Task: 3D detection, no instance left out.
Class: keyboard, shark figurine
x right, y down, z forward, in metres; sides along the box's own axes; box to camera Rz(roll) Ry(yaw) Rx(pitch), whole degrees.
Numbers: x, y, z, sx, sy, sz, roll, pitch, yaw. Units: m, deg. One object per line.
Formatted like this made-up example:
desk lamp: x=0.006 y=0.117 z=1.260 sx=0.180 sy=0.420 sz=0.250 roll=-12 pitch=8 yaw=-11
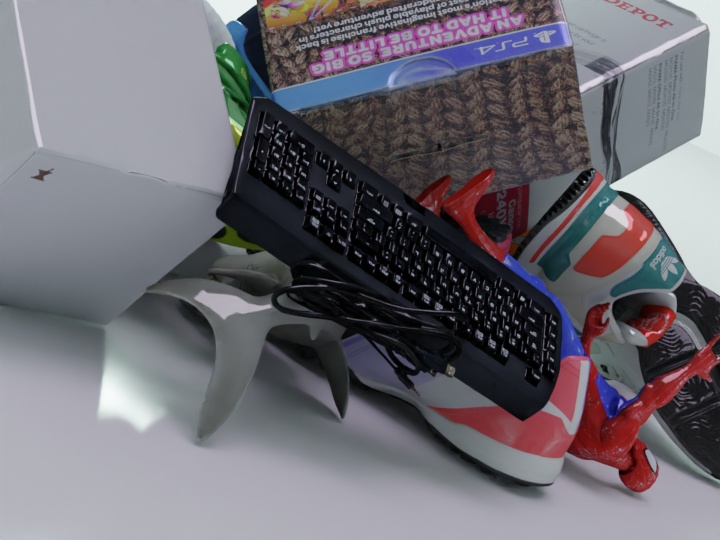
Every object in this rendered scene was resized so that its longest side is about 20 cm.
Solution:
keyboard: x=0.025 y=0.000 z=1.007 sx=0.199 sy=0.040 sz=0.105 roll=33 pitch=47 yaw=-24
shark figurine: x=-0.027 y=0.032 z=1.046 sx=0.127 sy=0.090 sz=0.214 roll=-11 pitch=5 yaw=0

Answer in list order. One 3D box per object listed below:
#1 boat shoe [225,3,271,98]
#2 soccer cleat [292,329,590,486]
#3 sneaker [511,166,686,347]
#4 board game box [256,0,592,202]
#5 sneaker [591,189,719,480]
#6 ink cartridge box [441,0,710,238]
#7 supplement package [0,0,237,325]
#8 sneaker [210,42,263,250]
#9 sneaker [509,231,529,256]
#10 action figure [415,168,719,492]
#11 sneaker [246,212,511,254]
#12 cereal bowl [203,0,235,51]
boat shoe: x=-0.019 y=-0.098 z=1.435 sx=0.084 sy=0.069 sz=0.200 roll=39 pitch=-14 yaw=41
soccer cleat: x=0.033 y=0.036 z=1.131 sx=0.199 sy=0.074 sz=0.068 roll=32 pitch=14 yaw=32
sneaker: x=0.128 y=0.021 z=1.260 sx=0.093 sy=0.070 sz=0.200 roll=39 pitch=-27 yaw=8
board game box: x=0.027 y=-0.140 z=1.202 sx=0.158 sy=0.097 sz=0.201 roll=-13 pitch=50 yaw=4
sneaker: x=0.187 y=0.056 z=1.343 sx=0.116 sy=0.075 sz=0.201 roll=91 pitch=-26 yaw=-61
ink cartridge box: x=0.093 y=-0.104 z=1.316 sx=0.199 sy=0.084 sz=0.145 roll=-27 pitch=41 yaw=-31
supplement package: x=-0.150 y=-0.096 z=1.026 sx=0.121 sy=0.120 sz=0.201 roll=14 pitch=51 yaw=-41
sneaker: x=-0.082 y=-0.085 z=1.116 sx=0.083 sy=0.074 sz=0.200 roll=-20 pitch=46 yaw=-30
sneaker: x=0.021 y=-0.021 z=1.398 sx=0.199 sy=0.078 sz=0.112 roll=16 pitch=-4 yaw=-6
action figure: x=0.118 y=0.022 z=1.155 sx=0.201 sy=0.099 sz=0.065 roll=58 pitch=-25 yaw=-15
sneaker: x=0.000 y=0.000 z=1.240 sx=0.080 sy=0.075 sz=0.199 roll=-8 pitch=14 yaw=-39
cereal bowl: x=-0.166 y=-0.152 z=1.349 sx=0.199 sy=0.084 sz=0.200 roll=14 pitch=-17 yaw=4
